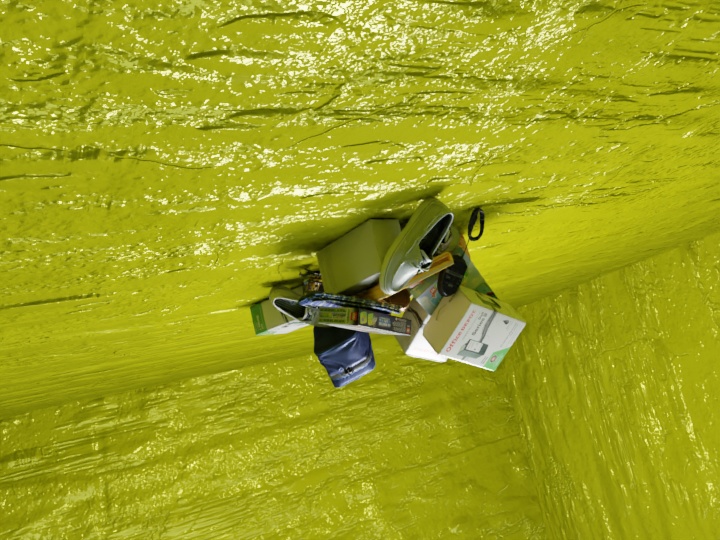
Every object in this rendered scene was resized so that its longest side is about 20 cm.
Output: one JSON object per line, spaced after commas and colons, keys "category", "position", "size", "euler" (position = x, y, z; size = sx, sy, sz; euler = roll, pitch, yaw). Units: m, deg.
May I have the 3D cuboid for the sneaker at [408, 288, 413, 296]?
{"category": "sneaker", "position": [0.180, 0.038, 1.875], "size": [0.104, 0.077, 0.198], "euler": [0, 161, -42]}

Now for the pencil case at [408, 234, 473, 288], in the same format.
{"category": "pencil case", "position": [0.181, -0.020, 1.589], "size": [0.196, 0.090, 0.087], "euler": [-20, 167, 30]}

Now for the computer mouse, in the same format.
{"category": "computer mouse", "position": [0.214, -0.040, 1.368], "size": [0.058, 0.204, 0.034], "euler": [22, -175, -30]}

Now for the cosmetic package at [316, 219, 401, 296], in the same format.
{"category": "cosmetic package", "position": [0.001, -0.021, 1.315], "size": [0.083, 0.111, 0.198], "euler": [-4, 166, -41]}

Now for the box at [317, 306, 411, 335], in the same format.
{"category": "box", "position": [0.012, 0.108, 1.348], "size": [0.108, 0.036, 0.198], "euler": [0, 169, 36]}

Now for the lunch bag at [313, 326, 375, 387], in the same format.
{"category": "lunch bag", "position": [-0.037, 0.205, 1.655], "size": [0.133, 0.134, 0.201], "euler": [-26, -155, 9]}

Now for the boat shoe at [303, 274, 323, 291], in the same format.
{"category": "boat shoe", "position": [-0.062, 0.044, 1.620], "size": [0.071, 0.074, 0.197], "euler": [-23, 165, 40]}

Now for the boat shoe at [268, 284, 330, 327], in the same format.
{"category": "boat shoe", "position": [-0.141, 0.105, 1.598], "size": [0.196, 0.075, 0.067], "euler": [21, -159, -18]}

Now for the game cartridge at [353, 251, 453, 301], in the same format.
{"category": "game cartridge", "position": [0.085, 0.021, 1.361], "size": [0.173, 0.033, 0.199], "euler": [-25, -179, -21]}

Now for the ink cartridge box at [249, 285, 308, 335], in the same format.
{"category": "ink cartridge box", "position": [-0.181, 0.109, 1.753], "size": [0.196, 0.087, 0.145], "euler": [-21, 167, 31]}

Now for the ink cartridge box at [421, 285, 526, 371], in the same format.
{"category": "ink cartridge box", "position": [0.258, 0.132, 1.453], "size": [0.197, 0.084, 0.148], "euler": [18, 110, -35]}

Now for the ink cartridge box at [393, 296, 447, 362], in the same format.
{"category": "ink cartridge box", "position": [0.190, 0.112, 1.564], "size": [0.142, 0.084, 0.203], "euler": [15, 114, -35]}

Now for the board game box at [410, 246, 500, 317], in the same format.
{"category": "board game box", "position": [0.221, 0.060, 1.466], "size": [0.151, 0.037, 0.200], "euler": [-42, 129, 3]}

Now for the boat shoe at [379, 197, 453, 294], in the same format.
{"category": "boat shoe", "position": [0.105, -0.037, 1.190], "size": [0.069, 0.071, 0.204], "euler": [22, 101, -45]}

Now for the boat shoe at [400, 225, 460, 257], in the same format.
{"category": "boat shoe", "position": [0.164, -0.072, 1.350], "size": [0.068, 0.077, 0.198], "euler": [-29, 168, 37]}

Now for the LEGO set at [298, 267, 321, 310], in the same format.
{"category": "LEGO set", "position": [-0.043, 0.048, 1.504], "size": [0.197, 0.119, 0.152], "euler": [22, 171, -42]}

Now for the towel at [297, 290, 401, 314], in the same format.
{"category": "towel", "position": [-0.026, 0.075, 1.334], "size": [0.194, 0.025, 0.144], "euler": [11, 169, -16]}

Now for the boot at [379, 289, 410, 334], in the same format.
{"category": "boot", "position": [0.057, 0.099, 1.589], "size": [0.076, 0.159, 0.198], "euler": [-30, -143, -33]}
